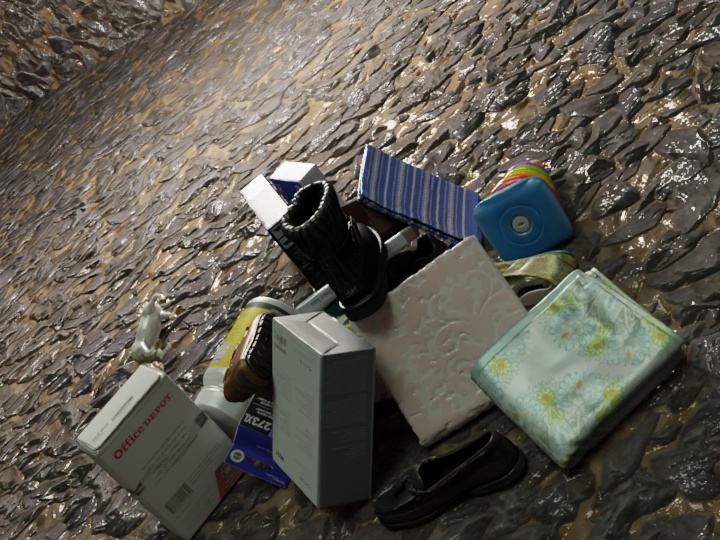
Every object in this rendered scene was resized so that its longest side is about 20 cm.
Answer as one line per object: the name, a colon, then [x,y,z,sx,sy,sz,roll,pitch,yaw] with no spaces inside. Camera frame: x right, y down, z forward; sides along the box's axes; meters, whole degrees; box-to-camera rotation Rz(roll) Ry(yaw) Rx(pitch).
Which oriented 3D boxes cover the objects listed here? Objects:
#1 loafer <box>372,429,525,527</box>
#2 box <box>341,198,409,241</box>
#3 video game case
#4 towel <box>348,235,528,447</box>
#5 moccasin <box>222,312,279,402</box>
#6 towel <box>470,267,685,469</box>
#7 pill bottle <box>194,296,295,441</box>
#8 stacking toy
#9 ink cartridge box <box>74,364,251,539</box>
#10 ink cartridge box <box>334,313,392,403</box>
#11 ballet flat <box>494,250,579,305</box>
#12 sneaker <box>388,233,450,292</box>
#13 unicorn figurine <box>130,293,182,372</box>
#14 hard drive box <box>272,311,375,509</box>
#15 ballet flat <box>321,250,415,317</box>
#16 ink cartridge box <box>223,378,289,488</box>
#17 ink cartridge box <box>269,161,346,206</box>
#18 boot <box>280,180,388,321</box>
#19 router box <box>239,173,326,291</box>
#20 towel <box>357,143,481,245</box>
loafer: [0.092,0.235,1.321,0.199,0.063,0.072,-26,31,23]
box: [0.015,-0.068,1.702,0.100,0.075,0.200,-39,-5,40]
video game case: [0.000,0.000,1.614,0.181,0.024,0.200,-36,-1,9]
towel: [0.112,0.087,1.404,0.199,0.192,0.032,-33,-6,12]
moccasin: [-0.140,0.120,1.552,0.078,0.074,0.202,-42,15,22]
towel: [0.246,0.103,1.296,0.200,0.048,0.171,-43,46,-5]
pill bottle: [-0.163,0.149,1.689,0.114,0.114,0.201,-9,42,43]
stacking toy: [0.238,-0.112,1.619,0.115,0.110,0.200,-26,20,27]
ink cartridge box: [-0.273,0.252,1.582,0.146,0.200,0.085,-50,30,-20]
ink cartridge box: [0.030,0.105,1.511,0.199,0.116,0.068,-21,14,29]
ballet flat: [0.197,0.020,1.506,0.199,0.071,0.071,-11,39,41]
sneaker: [0.064,0.030,1.601,0.069,0.100,0.201,-4,44,49]
unicorn figurine: [-0.368,0.098,2.035,0.137,0.074,0.201,-22,38,49]
hard drive box: [-0.050,0.172,1.434,0.076,0.202,0.156,-6,18,-26]
ballet flat: [0.016,0.044,1.697,0.199,0.071,0.065,-35,2,4]
ink cartridge box: [-0.107,0.197,1.585,0.094,0.037,0.201,21,55,6]
ink cartridge box: [-0.052,-0.083,1.793,0.044,0.200,0.094,-48,30,-19]
boot: [-0.033,-0.047,1.435,0.079,0.158,0.212,-33,25,8]
router box: [-0.114,-0.060,1.879,0.052,0.158,0.200,-39,28,-1]
towel: [0.092,-0.111,1.692,0.024,0.198,0.145,-58,15,36]
